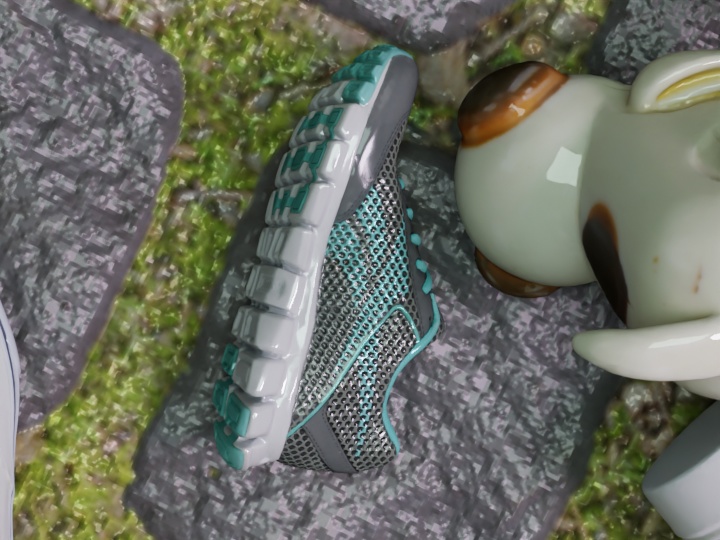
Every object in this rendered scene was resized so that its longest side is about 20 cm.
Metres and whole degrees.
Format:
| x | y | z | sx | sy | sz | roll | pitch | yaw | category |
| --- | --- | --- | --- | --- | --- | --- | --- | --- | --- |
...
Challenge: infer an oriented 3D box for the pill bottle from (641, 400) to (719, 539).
| x | y | z | sx | sy | sz | roll | pitch | yaw | category |
| --- | --- | --- | --- | --- | --- | --- | --- | --- | --- |
| 0.224 | 0.141 | 1.013 | 0.114 | 0.114 | 0.200 | -41 | 92 | -2 | pill bottle |

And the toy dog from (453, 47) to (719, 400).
| x | y | z | sx | sy | sz | roll | pitch | yaw | category |
| --- | --- | --- | --- | --- | --- | --- | --- | --- | --- |
| 0.129 | -0.019 | 0.984 | 0.194 | 0.199 | 0.140 | -40 | 132 | -24 | toy dog |

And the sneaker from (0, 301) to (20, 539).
| x | y | z | sx | sy | sz | roll | pitch | yaw | category |
| --- | --- | --- | --- | --- | --- | --- | --- | --- | --- |
| -0.185 | 0.078 | 1.014 | 0.073 | 0.071 | 0.201 | -9 | 90 | -3 | sneaker |

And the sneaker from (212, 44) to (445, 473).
| x | y | z | sx | sy | sz | roll | pitch | yaw | category |
| --- | --- | --- | --- | --- | --- | --- | --- | --- | --- |
| 0.000 | 0.000 | 1.033 | 0.091 | 0.078 | 0.201 | 16 | 93 | -18 | sneaker |
